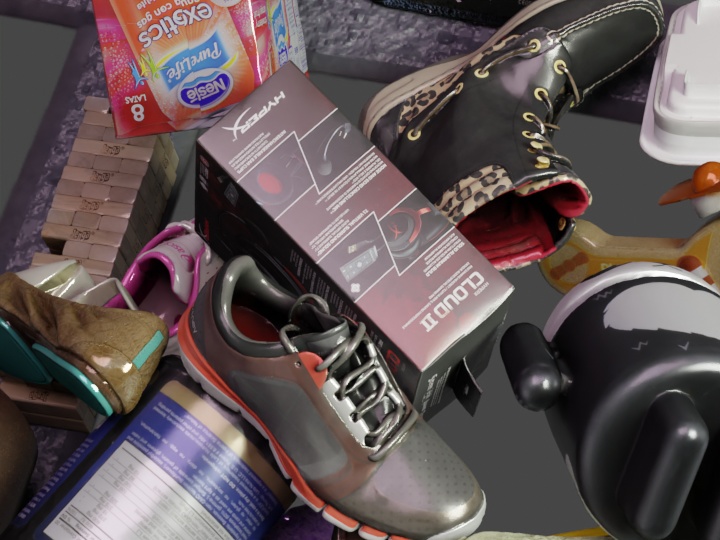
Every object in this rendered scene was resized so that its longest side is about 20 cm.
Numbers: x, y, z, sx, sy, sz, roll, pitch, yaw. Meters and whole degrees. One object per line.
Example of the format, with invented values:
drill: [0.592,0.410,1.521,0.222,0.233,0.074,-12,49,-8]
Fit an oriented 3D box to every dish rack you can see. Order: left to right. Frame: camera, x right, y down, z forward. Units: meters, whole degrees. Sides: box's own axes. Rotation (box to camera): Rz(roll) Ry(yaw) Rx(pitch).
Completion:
dish rack: [0.268,-0.118,1.637,0.199,0.044,0.172,1,33,12]

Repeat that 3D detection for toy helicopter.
toy helicopter: [0.189,-0.008,1.600,0.199,0.133,0.079,6,33,32]

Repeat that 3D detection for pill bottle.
pill bottle: [-0.131,0.153,1.545,0.112,0.112,0.200,37,78,25]

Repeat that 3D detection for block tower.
block tower: [-0.164,-0.005,1.697,0.058,0.054,0.201,8,65,14]

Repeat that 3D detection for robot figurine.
robot figurine: [0.164,0.073,1.496,0.125,0.150,0.200,-33,23,7]

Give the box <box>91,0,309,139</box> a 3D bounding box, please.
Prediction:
box: [-0.093,-0.144,1.665,0.095,0.200,0.100,-8,100,7]

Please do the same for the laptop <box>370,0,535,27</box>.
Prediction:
laptop: [0.119,-0.249,1.796,0.177,0.103,0.201,12,91,17]

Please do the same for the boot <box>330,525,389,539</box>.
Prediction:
boot: [0.077,0.179,1.505,0.199,0.064,0.187,14,56,4]

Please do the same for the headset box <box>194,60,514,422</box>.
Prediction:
headset box: [0.000,0.000,1.551,0.075,0.149,0.200,-41,79,-15]

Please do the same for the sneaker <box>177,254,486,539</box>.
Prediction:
sneaker: [-0.014,0.068,1.477,0.200,0.082,0.077,37,50,11]

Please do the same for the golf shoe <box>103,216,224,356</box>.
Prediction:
golf shoe: [-0.084,-0.006,1.661,0.075,0.092,0.200,27,69,26]

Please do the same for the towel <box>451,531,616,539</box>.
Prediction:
towel: [0.149,0.178,1.439,0.148,0.199,0.037,39,116,52]

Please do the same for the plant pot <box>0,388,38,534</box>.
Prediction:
plant pot: [-0.281,0.146,1.585,0.186,0.187,0.200,26,55,22]

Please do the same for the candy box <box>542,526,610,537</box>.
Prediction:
candy box: [0.091,0.200,1.540,0.199,0.026,0.103,-10,63,-6]

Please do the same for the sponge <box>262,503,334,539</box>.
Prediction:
sponge: [-0.029,0.227,1.563,0.111,0.030,0.201,-14,61,2]

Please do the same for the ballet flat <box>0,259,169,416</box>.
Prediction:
ballet flat: [-0.168,0.029,1.582,0.072,0.068,0.200,-44,28,-19]

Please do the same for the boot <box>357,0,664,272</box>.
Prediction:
boot: [0.105,-0.084,1.650,0.199,0.073,0.151,-24,39,2]
